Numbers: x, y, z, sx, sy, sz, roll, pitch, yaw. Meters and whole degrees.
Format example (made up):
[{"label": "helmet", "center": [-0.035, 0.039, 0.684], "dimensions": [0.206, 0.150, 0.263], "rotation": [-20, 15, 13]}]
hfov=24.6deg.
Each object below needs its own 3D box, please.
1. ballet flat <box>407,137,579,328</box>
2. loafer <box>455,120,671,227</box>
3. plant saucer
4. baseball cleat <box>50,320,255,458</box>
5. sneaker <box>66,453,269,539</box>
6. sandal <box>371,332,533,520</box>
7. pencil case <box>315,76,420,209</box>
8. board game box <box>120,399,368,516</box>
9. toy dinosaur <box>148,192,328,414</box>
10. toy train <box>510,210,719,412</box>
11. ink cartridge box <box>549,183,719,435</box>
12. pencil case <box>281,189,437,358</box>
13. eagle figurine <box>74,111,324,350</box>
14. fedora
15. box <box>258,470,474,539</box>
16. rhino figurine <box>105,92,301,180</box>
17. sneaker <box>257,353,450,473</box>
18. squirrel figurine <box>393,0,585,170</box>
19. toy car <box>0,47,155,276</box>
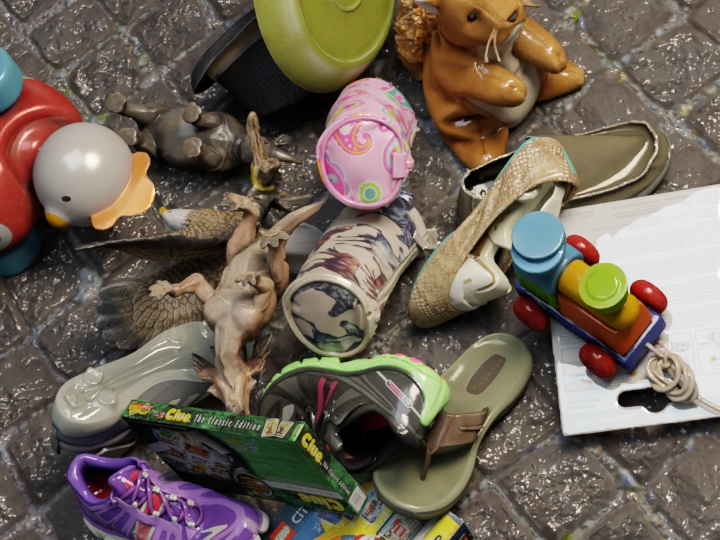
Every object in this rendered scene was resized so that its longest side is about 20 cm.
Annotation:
[{"label": "ballet flat", "center": [0.113, -0.020, 1.389], "dimensions": [0.201, 0.070, 0.065], "rotation": [-56, 45, 17]}, {"label": "loafer", "center": [0.174, -0.082, 1.438], "dimensions": [0.199, 0.070, 0.076], "rotation": [-21, 56, 6]}, {"label": "plant saucer", "center": [-0.022, -0.261, 1.487], "dimensions": [0.031, 0.200, 0.201], "rotation": [6, 62, 36]}, {"label": "baseball cleat", "center": [-0.183, 0.106, 1.451], "dimensions": [0.199, 0.107, 0.070], "rotation": [-16, 58, -28]}, {"label": "sneaker", "center": [-0.167, 0.199, 1.362], "dimensions": [0.199, 0.084, 0.081], "rotation": [9, 54, 32]}, {"label": "sandal", "center": [0.072, 0.116, 1.342], "dimensions": [0.079, 0.058, 0.201], "rotation": [22, 55, 21]}, {"label": "pencil case", "center": [0.008, -0.115, 1.450], "dimensions": [0.087, 0.088, 0.200], "rotation": [-17, 13, 8]}, {"label": "board game box", "center": [-0.096, 0.150, 1.338], "dimensions": [0.199, 0.105, 0.024], "rotation": [3, 50, 40]}, {"label": "toy dinosaur", "center": [-0.094, 0.024, 1.390], "dimensions": [0.085, 0.136, 0.201], "rotation": [17, 59, 27]}, {"label": "toy train", "center": [0.202, 0.033, 1.290], "dimensions": [0.200, 0.116, 0.085], "rotation": [36, 82, 27]}, {"label": "ink cartridge box", "center": [0.238, 0.037, 1.370], "dimensions": [0.159, 0.047, 0.202], "rotation": [-9, 67, 13]}, {"label": "pencil case", "center": [0.000, 0.000, 1.389], "dimensions": [0.089, 0.078, 0.200], "rotation": [-1, 24, 18]}, {"label": "eagle figurine", "center": [-0.143, -0.019, 1.470], "dimensions": [0.200, 0.152, 0.151], "rotation": [-44, 18, -29]}, {"label": "fedora", "center": [-0.062, -0.206, 1.566], "dimensions": [0.200, 0.201, 0.092], "rotation": [-38, 90, -6]}, {"label": "box", "center": [-0.023, 0.248, 1.329], "dimensions": [0.136, 0.038, 0.200], "rotation": [33, 75, 33]}, {"label": "rhino figurine", "center": [-0.141, -0.123, 1.562], "dimensions": [0.199, 0.087, 0.060], "rotation": [13, 86, 25]}, {"label": "sneaker", "center": [-0.019, 0.119, 1.323], "dimensions": [0.199, 0.077, 0.084], "rotation": [-16, 41, 46]}, {"label": "squirrel figurine", "center": [0.089, -0.219, 1.477], "dimensions": [0.141, 0.187, 0.200], "rotation": [-40, 56, -8]}, {"label": "toy car", "center": [-0.283, -0.079, 1.522], "dimensions": [0.199, 0.185, 0.178], "rotation": [20, 69, 27]}]
